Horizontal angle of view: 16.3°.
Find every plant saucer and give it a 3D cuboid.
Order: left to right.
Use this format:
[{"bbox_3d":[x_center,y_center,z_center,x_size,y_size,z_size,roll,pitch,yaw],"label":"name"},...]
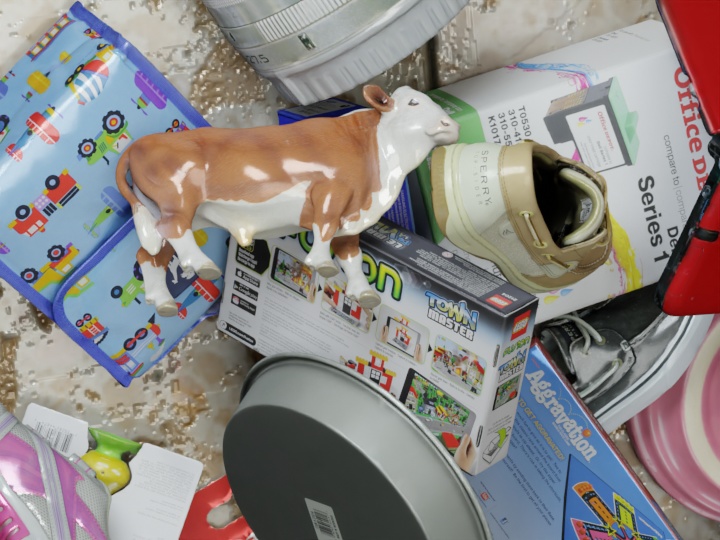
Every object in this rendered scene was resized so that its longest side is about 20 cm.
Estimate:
[{"bbox_3d":[0.274,0.076,1.659,0.200,0.051,0.201,-4,104,-16],"label":"plant saucer"}]

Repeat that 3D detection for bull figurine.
[{"bbox_3d":[-0.040,-0.042,1.414,0.199,0.122,0.065,-5,148,9],"label":"bull figurine"}]

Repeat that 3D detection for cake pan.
[{"bbox_3d":[-0.008,0.141,1.502,0.037,0.200,0.201,-40,113,-33],"label":"cake pan"}]

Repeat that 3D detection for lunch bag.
[{"bbox_3d":[-0.144,-0.034,1.506,0.151,0.094,0.200,-47,123,-3],"label":"lunch bag"}]

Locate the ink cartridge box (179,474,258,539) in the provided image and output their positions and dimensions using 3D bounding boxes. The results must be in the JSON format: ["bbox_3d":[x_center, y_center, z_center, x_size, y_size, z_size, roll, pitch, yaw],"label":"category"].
[{"bbox_3d":[-0.031,0.214,1.607,0.161,0.050,0.200,-30,111,-8],"label":"ink cartridge box"}]

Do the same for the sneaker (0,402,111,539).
[{"bbox_3d":[-0.201,0.139,1.497,0.088,0.200,0.081,-9,151,-44],"label":"sneaker"}]

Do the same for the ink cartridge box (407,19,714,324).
[{"bbox_3d":[0.126,-0.056,1.566,0.199,0.084,0.145,-19,107,-12],"label":"ink cartridge box"}]

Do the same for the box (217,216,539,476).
[{"bbox_3d":[0.007,0.026,1.464,0.035,0.200,0.110,-26,136,-46],"label":"box"}]

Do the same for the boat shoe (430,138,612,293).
[{"bbox_3d":[0.108,-0.031,1.431,0.066,0.200,0.074,-8,80,26],"label":"boat shoe"}]

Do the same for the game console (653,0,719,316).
[{"bbox_3d":[0.249,-0.075,1.558,0.200,0.119,0.173,-3,126,-41],"label":"game console"}]

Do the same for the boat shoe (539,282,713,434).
[{"bbox_3d":[0.144,0.060,1.597,0.200,0.072,0.071,-47,127,3],"label":"boat shoe"}]

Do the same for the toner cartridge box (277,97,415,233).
[{"bbox_3d":[0.000,0.000,1.537,0.043,0.095,0.201,-15,107,-21],"label":"toner cartridge box"}]

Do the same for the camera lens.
[{"bbox_3d":[-0.039,-0.218,1.441,0.160,0.160,0.200,-37,110,-5],"label":"camera lens"}]

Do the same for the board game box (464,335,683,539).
[{"bbox_3d":[0.126,0.149,1.582,0.103,0.019,0.200,-33,101,13],"label":"board game box"}]

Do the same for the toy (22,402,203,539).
[{"bbox_3d":[-0.183,0.193,1.555,0.115,0.047,0.201,19,92,-2],"label":"toy"}]
